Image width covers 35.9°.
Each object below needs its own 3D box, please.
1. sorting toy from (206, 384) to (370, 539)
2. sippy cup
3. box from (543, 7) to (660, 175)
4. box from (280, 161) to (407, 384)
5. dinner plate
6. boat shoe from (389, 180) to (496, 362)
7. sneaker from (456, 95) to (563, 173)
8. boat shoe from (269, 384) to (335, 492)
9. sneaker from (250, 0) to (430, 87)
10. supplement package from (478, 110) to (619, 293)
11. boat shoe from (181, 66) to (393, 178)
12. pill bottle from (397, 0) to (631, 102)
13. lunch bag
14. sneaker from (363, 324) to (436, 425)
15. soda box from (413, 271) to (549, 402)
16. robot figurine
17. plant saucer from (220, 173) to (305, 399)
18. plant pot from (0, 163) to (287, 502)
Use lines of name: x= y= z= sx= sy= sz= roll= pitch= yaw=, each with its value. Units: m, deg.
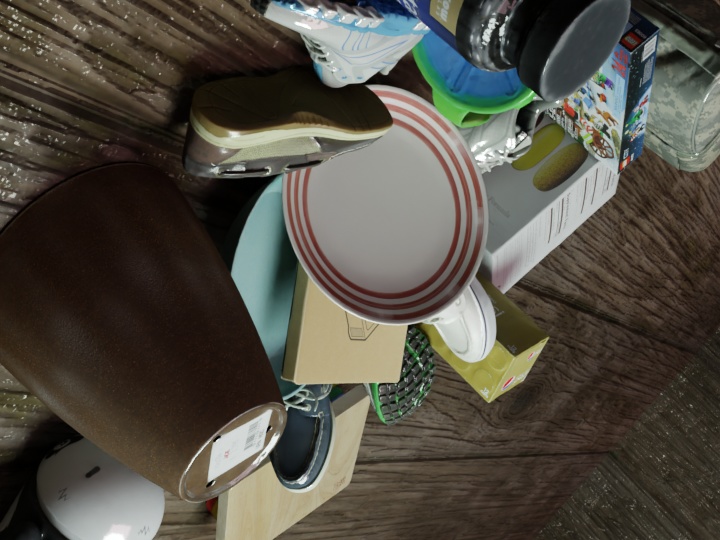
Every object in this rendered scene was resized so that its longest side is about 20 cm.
sorting toy: x=-0.095 y=0.222 z=1.272 sx=0.197 sy=0.070 sz=0.201 roll=-30 pitch=151 yaw=-30
sippy cup: x=0.127 y=-0.211 z=0.921 sx=0.176 sy=0.141 sz=0.130 roll=-21 pitch=-173 yaw=40
box: x=0.214 y=-0.194 z=1.056 sx=0.038 sy=0.137 sz=0.201 roll=-39 pitch=154 yaw=-11
box: x=0.000 y=0.000 z=0.999 sx=0.162 sy=0.021 sz=0.204 roll=7 pitch=92 yaw=-53
dinner plate: x=0.021 y=-0.054 z=0.931 sx=0.199 sy=0.202 sz=0.024 roll=-31 pitch=-175 yaw=-29
boat shoe: x=0.065 y=0.014 z=1.014 sx=0.070 sy=0.070 sz=0.202 roll=-46 pitch=129 yaw=-35
sneaker: x=0.115 y=-0.125 z=1.074 sx=0.201 sy=0.081 sz=0.075 roll=-51 pitch=156 yaw=13
boat shoe: x=-0.058 y=0.102 z=1.041 sx=0.062 sy=0.074 sz=0.203 roll=55 pitch=40 yaw=-66
sneaker: x=-0.016 y=-0.172 z=0.814 sx=0.199 sy=0.075 sz=0.087 roll=-6 pitch=140 yaw=-54
supplement package: x=0.172 y=-0.085 z=1.181 sx=0.199 sy=0.114 sz=0.110 roll=-40 pitch=156 yaw=-15
boat shoe: x=-0.057 y=-0.110 z=0.851 sx=0.198 sy=0.074 sz=0.065 roll=-8 pitch=146 yaw=-45
pill bottle: x=0.083 y=-0.208 z=0.755 sx=0.111 sy=0.200 sz=0.113 roll=-35 pitch=153 yaw=-20
lunch bag: x=0.298 y=-0.211 z=1.089 sx=0.140 sy=0.200 sz=0.167 roll=-48 pitch=156 yaw=5
sneaker: x=0.017 y=0.063 z=1.120 sx=0.077 sy=0.085 sz=0.203 roll=-27 pitch=117 yaw=-29
soda box: x=0.092 y=0.035 z=1.130 sx=0.064 sy=0.200 sz=0.068 roll=-23 pitch=147 yaw=-43
robot figurine: x=-0.258 y=0.237 z=0.983 sx=0.124 sy=0.151 sz=0.201 roll=28 pitch=110 yaw=-20
plant saucer: x=-0.071 y=0.009 z=0.953 sx=0.199 sy=0.035 sz=0.204 roll=-31 pitch=125 yaw=-58
plant pot: x=-0.147 y=0.059 z=0.796 sx=0.186 sy=0.200 sz=0.188 roll=-35 pitch=153 yaw=-21
